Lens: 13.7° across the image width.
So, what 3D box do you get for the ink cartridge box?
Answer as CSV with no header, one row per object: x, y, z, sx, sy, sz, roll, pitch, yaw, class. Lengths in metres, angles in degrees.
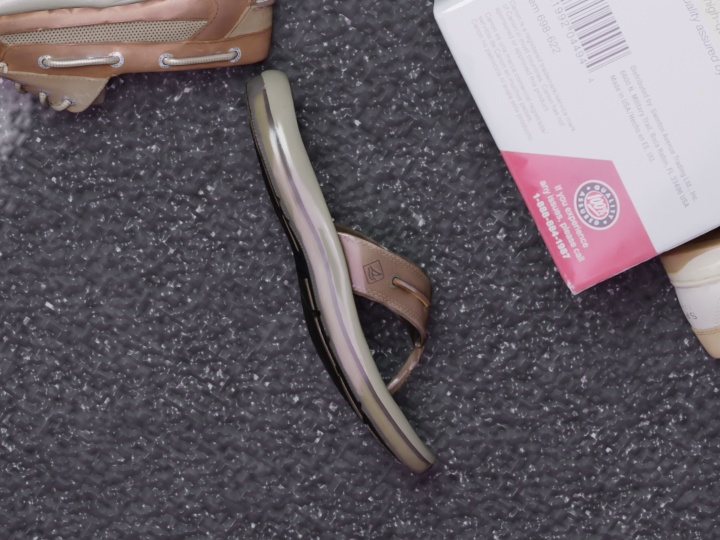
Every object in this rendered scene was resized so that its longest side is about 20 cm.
0.150,-0.103,1.321,0.199,0.083,0.146,-25,103,9,ink cartridge box

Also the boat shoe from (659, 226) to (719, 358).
0.239,-0.010,1.353,0.199,0.074,0.069,-15,107,16,boat shoe

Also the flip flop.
0.000,0.000,1.367,0.057,0.081,0.201,-20,99,-7,flip flop

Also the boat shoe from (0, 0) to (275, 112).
-0.133,-0.104,1.337,0.199,0.076,0.072,-9,111,4,boat shoe
